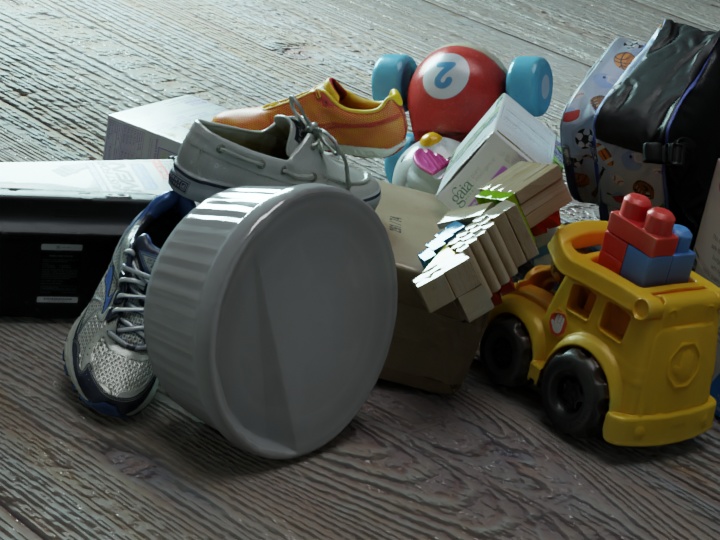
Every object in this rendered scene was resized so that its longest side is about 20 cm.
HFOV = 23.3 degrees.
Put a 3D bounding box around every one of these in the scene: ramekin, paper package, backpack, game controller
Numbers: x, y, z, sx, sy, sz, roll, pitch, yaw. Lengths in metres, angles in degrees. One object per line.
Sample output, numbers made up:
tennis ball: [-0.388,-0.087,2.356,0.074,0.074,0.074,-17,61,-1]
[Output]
ramekin: [-0.070,0.030,1.268,0.094,0.204,0.202,14,18,38]
paper package: [0.000,0.000,1.465,0.189,0.104,0.200,15,22,-9]
backpack: [0.268,-0.106,1.560,0.153,0.191,0.200,15,49,36]
game controller: [-0.242,-0.013,1.395,0.199,0.105,0.042,2,23,-25]

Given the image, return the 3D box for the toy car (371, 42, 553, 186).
toy car: [0.085,-0.116,1.761,0.183,0.178,0.200,4,32,24]

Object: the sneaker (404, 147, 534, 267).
sneaker: [0.104,-0.042,1.687,0.199,0.088,0.081,25,20,-34]

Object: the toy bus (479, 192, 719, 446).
toy bus: [0.200,0.023,1.418,0.135,0.193,0.200,-7,26,-36]

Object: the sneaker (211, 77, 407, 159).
sneaker: [-0.051,-0.154,1.720,0.198,0.078,0.073,0,21,10]

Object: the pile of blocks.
pile of blocks: [0.100,-0.013,1.374,0.082,0.062,0.200,-9,26,43]

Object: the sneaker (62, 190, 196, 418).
sneaker: [-0.167,0.017,1.306,0.077,0.085,0.201,21,48,-13]

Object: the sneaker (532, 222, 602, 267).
sneaker: [0.227,0.020,1.628,0.199,0.087,0.075,12,-29,-43]

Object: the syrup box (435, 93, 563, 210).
syrup box: [0.129,-0.091,1.572,0.081,0.079,0.200,39,17,-5]

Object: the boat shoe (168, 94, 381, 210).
boat shoe: [-0.056,-0.095,1.389,0.201,0.087,0.075,6,24,-37]

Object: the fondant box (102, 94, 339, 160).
fondant box: [-0.141,-0.115,1.774,0.199,0.059,0.144,21,23,25]

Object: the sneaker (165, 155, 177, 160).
sneaker: [-0.138,-0.063,1.575,0.073,0.083,0.200,-1,6,-9]

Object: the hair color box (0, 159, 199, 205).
hair color box: [-0.240,-0.044,1.473,0.199,0.064,0.111,-4,31,-24]

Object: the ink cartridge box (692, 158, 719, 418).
ink cartridge box: [0.345,0.022,1.476,0.084,0.201,0.146,3,23,-21]
